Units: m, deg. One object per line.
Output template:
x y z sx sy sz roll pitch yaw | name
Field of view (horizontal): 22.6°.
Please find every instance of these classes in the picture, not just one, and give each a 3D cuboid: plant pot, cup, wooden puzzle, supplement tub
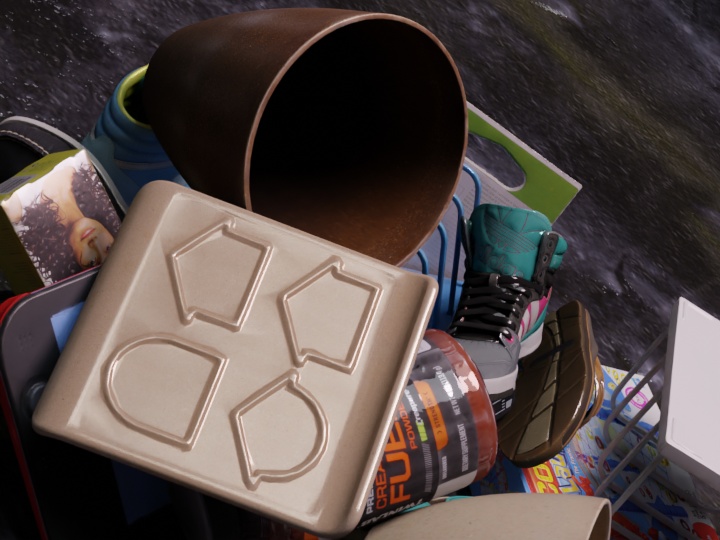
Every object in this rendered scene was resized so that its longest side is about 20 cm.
-0.061 -0.105 1.243 0.186 0.188 0.200 4 15 -42 | plant pot
0.066 0.226 1.143 0.143 0.201 0.200 12 28 16 | cup
-0.072 0.054 1.077 0.199 0.046 0.186 18 58 4 | wooden puzzle
-0.020 0.115 1.139 0.199 0.107 0.107 -19 58 -22 | supplement tub

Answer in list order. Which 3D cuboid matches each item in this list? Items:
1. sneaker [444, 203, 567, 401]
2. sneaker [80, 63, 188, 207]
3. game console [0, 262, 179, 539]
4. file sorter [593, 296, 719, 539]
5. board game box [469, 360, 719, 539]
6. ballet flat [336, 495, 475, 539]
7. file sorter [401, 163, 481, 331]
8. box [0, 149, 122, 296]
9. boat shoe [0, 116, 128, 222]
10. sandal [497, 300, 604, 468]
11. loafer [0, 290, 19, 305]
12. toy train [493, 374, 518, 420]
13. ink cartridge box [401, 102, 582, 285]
0.099 0.015 1.309 0.083 0.121 0.200 10 18 14 | sneaker
-0.136 -0.105 1.398 0.080 0.131 0.200 45 32 15 | sneaker
-0.134 0.076 1.133 0.200 0.031 0.178 -24 103 -40 | game console
0.258 0.146 1.359 0.138 0.125 0.200 32 32 -6 | file sorter
0.172 0.155 1.435 0.195 0.056 0.201 15 38 -32 | board game box
0.051 0.191 1.259 0.199 0.070 0.070 15 38 -26 | ballet flat
0.000 0.000 1.355 0.138 0.123 0.200 12 30 15 | file sorter
-0.170 0.027 1.159 0.075 0.050 0.201 -39 112 -33 | box
-0.205 -0.028 1.291 0.200 0.074 0.060 50 28 4 | boat shoe
0.154 0.093 1.393 0.055 0.082 0.200 53 21 -16 | sandal
-0.190 0.046 1.215 0.199 0.063 0.072 12 82 -38 | loafer
0.056 0.111 1.288 0.034 0.046 0.200 7 18 33 | toy train
0.075 -0.051 1.469 0.148 0.200 0.076 36 31 -2 | ink cartridge box
